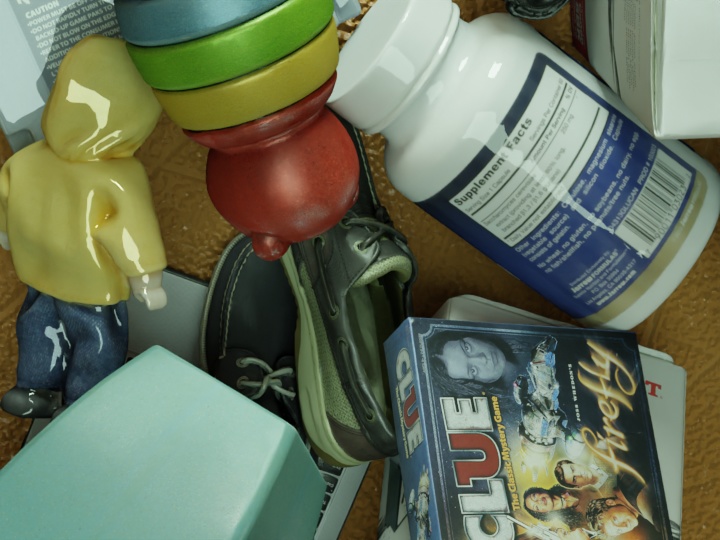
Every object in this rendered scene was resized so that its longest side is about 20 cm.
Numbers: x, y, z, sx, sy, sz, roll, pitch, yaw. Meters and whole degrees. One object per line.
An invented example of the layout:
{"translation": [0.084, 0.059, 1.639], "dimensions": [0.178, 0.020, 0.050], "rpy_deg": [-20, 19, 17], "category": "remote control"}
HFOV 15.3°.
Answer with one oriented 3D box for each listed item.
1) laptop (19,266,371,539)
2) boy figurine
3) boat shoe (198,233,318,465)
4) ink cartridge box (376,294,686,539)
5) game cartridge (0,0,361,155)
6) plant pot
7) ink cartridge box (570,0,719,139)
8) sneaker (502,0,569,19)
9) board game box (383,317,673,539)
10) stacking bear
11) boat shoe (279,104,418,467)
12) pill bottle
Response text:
{"translation": [-0.086, 0.122, 1.440], "dimensions": [0.186, 0.116, 0.201], "rpy_deg": [20, 104, -13], "category": "laptop"}
{"translation": [-0.144, -0.021, 1.371], "dimensions": [0.064, 0.124, 0.202], "rpy_deg": [-5, 104, -50], "category": "boy figurine"}
{"translation": [-0.045, 0.074, 1.422], "dimensions": [0.072, 0.063, 0.202], "rpy_deg": [5, 79, -16], "category": "boat shoe"}
{"translation": [0.089, 0.133, 1.416], "dimensions": [0.145, 0.201, 0.086], "rpy_deg": [17, 145, -16], "category": "ink cartridge box"}
{"translation": [-0.114, -0.155, 1.393], "dimensions": [0.199, 0.042, 0.134], "rpy_deg": [-23, 104, 0], "category": "game cartridge"}
{"translation": [-0.114, 0.151, 1.321], "dimensions": [0.141, 0.141, 0.201], "rpy_deg": [28, 74, 21], "category": "plant pot"}
{"translation": [0.194, -0.130, 1.351], "dimensions": [0.145, 0.200, 0.084], "rpy_deg": [-2, 108, -6], "category": "ink cartridge box"}
{"translation": [0.076, -0.226, 1.353], "dimensions": [0.073, 0.112, 0.201], "rpy_deg": [-19, 109, -2], "category": "sneaker"}
{"translation": [0.090, 0.124, 1.346], "dimensions": [0.134, 0.035, 0.201], "rpy_deg": [4, 63, -24], "category": "board game box"}
{"translation": [-0.061, -0.106, 1.325], "dimensions": [0.121, 0.113, 0.201], "rpy_deg": [-41, 119, -40], "category": "stacking bear"}
{"translation": [-0.001, 0.001, 1.408], "dimensions": [0.071, 0.066, 0.203], "rpy_deg": [-4, 87, -48], "category": "boat shoe"}
{"translation": [0.082, -0.064, 1.405], "dimensions": [0.199, 0.111, 0.111], "rpy_deg": [36, 100, -15], "category": "pill bottle"}
